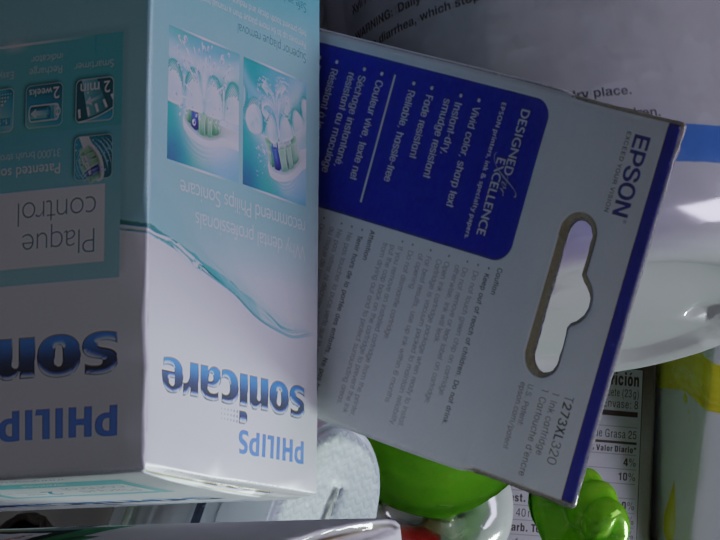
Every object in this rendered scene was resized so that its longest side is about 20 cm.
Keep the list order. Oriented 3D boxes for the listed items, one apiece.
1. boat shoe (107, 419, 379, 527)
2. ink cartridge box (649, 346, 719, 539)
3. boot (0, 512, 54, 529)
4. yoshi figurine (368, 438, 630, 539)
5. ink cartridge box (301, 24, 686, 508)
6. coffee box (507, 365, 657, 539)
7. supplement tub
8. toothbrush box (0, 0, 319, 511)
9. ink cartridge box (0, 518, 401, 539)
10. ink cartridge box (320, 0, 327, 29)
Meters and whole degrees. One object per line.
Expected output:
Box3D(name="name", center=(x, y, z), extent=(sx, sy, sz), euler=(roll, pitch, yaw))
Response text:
Box3D(name="boat shoe", center=(-0.055, 0.129, 0.675), extent=(0.074, 0.066, 0.201), euler=(42, 64, -46))
Box3D(name="ink cartridge box", center=(0.137, 0.040, 0.912), extent=(0.145, 0.083, 0.202), euler=(-123, -142, -74))
Box3D(name="boot", center=(-0.058, 0.129, 0.762), extent=(0.201, 0.072, 0.167), euler=(-62, 141, -41))
Box3D(name="yoshi figurine", center=(0.025, 0.099, 0.773), extent=(0.112, 0.112, 0.201), euler=(19, 50, -45))
Box3D(name="ink cartridge box", center=(-0.007, -0.012, 0.662), extent=(0.037, 0.199, 0.095), euler=(13, 94, -52))
Box3D(name="coffee box", center=(0.048, 0.131, 0.901), extent=(0.114, 0.079, 0.202), euler=(146, -52, -74))
Box3D(name="supplement tub", center=(0.054, -0.080, 0.738), extent=(0.132, 0.131, 0.201), euler=(25, 54, -59))
Box3D(name="toothbrush box", center=(-0.091, -0.041, 0.649), extent=(0.085, 0.145, 0.202), euler=(15, 73, -60))
Box3D(name="ink cartridge box", center=(-0.085, 0.133, 0.568), extent=(0.084, 0.199, 0.147), euler=(-7, 93, -60))
Box3D(name="ink cartridge box", center=(-0.007, -0.113, 0.808), extent=(0.163, 0.057, 0.200), euler=(49, 61, -20))
